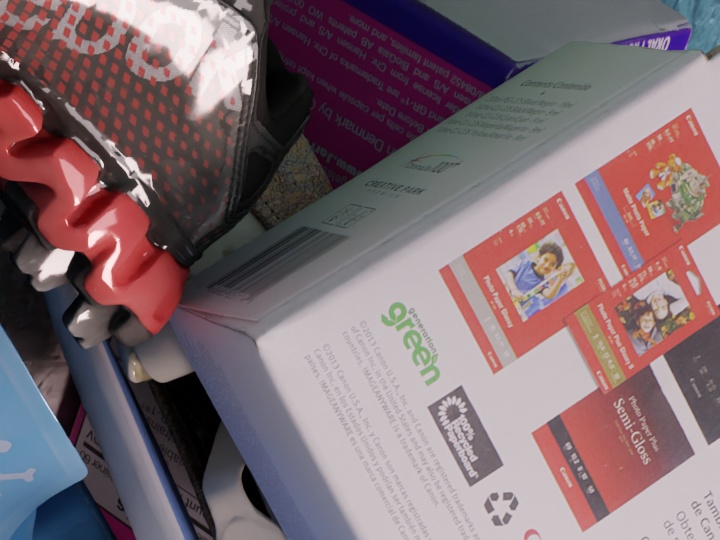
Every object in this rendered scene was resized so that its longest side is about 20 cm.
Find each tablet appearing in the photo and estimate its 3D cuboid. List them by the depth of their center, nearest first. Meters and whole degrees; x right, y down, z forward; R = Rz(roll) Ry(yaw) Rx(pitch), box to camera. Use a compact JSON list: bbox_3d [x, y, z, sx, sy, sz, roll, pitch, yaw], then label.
[{"bbox_3d":[-0.034,0.098,0.734,0.014,0.201,0.130,-24,143,-4],"label":"tablet"}]

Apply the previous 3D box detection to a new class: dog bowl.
[{"bbox_3d":[-0.102,0.039,0.732,0.049,0.112,0.200,-30,148,-8],"label":"dog bowl"}]

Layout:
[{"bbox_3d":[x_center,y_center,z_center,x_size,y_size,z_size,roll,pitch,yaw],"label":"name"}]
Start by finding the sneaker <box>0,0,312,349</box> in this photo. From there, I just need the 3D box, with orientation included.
[{"bbox_3d":[-0.073,-0.073,0.658,0.098,0.071,0.201,-40,133,-5],"label":"sneaker"}]

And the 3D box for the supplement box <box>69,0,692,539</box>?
[{"bbox_3d":[0.000,0.000,0.859,0.101,0.103,0.201,-18,135,-54],"label":"supplement box"}]

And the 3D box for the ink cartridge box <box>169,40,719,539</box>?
[{"bbox_3d":[0.078,0.051,0.740,0.175,0.084,0.201,-31,104,-14],"label":"ink cartridge box"}]

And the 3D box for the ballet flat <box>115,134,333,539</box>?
[{"bbox_3d":[-0.027,0.031,0.776,0.068,0.201,0.067,-22,-174,29],"label":"ballet flat"}]
